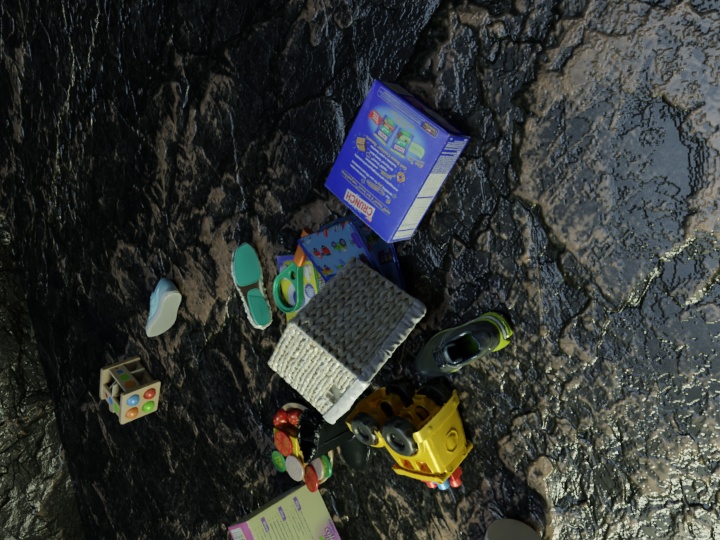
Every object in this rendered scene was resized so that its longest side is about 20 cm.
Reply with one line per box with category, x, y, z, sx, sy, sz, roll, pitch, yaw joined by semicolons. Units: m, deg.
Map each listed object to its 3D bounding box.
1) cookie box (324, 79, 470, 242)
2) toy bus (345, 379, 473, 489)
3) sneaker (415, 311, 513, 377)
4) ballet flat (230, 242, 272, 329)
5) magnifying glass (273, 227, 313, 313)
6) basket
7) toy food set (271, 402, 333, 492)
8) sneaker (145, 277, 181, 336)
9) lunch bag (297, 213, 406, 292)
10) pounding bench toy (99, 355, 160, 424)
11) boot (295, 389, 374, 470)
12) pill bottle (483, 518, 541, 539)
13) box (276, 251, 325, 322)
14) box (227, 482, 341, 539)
cookie box;0.053;-0.176;0.990;0.171;0.075;0.200;44;120;26
toy bus;0.098;0.307;1.090;0.200;0.136;0.192;-7;113;48
sneaker;0.151;0.129;1.000;0.200;0.081;0.074;-40;74;44
ballet flat;-0.253;0.037;1.384;0.072;0.072;0.201;-7;98;45
magnifying glass;-0.131;0.002;1.219;0.080;0.022;0.200;43;127;28
basket;-0.025;0.115;1.041;0.161;0.200;0.198;40;144;5
toy food set;-0.134;0.399;1.385;0.200;0.049;0.199;9;107;42
sneaker;-0.557;0.100;1.704;0.200;0.074;0.082;-54;56;31
lunch bag;0.000;0.000;1.121;0.150;0.094;0.200;-15;104;44
pounding bench toy;-0.723;0.406;1.917;0.156;0.124;0.200;38;126;30
boot;-0.048;0.333;1.202;0.073;0.162;0.199;24;118;39
pill bottle;0.235;0.524;1.017;0.113;0.113;0.201;28;121;36
box;-0.109;0.062;1.261;0.117;0.048;0.201;0;104;45
box;-0.164;0.604;1.373;0.097;0.200;0.176;-36;77;44
